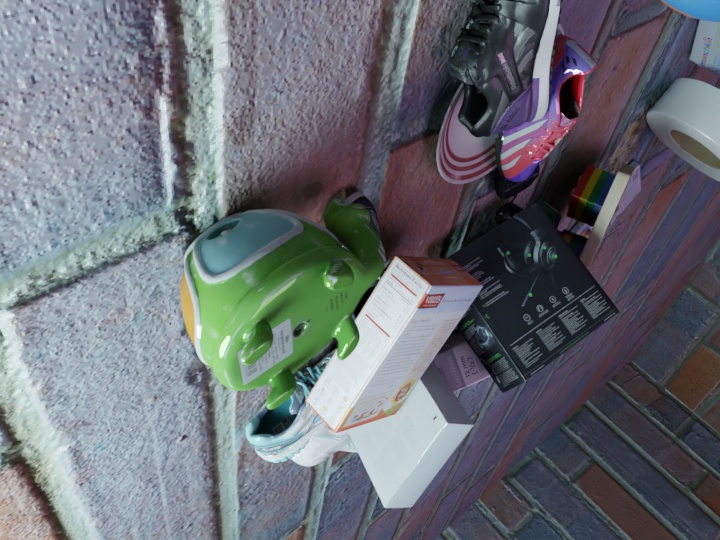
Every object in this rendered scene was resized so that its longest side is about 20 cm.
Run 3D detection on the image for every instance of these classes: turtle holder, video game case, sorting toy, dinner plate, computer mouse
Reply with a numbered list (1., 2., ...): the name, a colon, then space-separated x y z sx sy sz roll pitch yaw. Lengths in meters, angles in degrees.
1. turtle holder: -0.066 0.005 0.578 0.186 0.132 0.141 -48 153 1
2. video game case: 0.469 -0.108 1.341 0.200 0.018 0.143 -49 154 4
3. sorting toy: 0.349 -0.073 1.079 0.199 0.069 0.202 -26 137 -65
4. dinner plate: 0.149 -0.184 0.757 0.200 0.024 0.201 -36 152 -22
5. computer mouse: 0.204 -0.110 0.940 0.058 0.034 0.200 -28 159 -4

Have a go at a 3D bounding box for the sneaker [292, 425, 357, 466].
1. sneaker: -0.020 0.224 1.014 0.199 0.070 0.081 -7 134 -52

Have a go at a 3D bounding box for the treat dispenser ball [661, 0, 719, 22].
1. treat dispenser ball: 0.358 -0.340 0.651 0.200 0.201 0.202 -35 151 -22

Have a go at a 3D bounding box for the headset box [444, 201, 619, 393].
1. headset box: 0.212 0.030 0.942 0.173 0.201 0.093 -31 169 -19

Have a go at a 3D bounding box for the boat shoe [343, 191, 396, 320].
1. boat shoe: 0.000 0.000 0.746 0.075 0.062 0.201 -32 150 -27

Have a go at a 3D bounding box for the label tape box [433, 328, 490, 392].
1. label tape box: 0.113 0.140 1.019 0.198 0.067 0.143 -19 180 -16

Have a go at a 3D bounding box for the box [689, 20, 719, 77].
1. box: 0.596 -0.359 1.005 0.097 0.176 0.200 -43 154 -4

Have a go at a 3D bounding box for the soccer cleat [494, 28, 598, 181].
1. soccer cleat: 0.198 -0.161 0.754 0.068 0.073 0.201 -33 150 -25

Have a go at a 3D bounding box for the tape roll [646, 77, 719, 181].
1. tape roll: 0.568 -0.223 1.128 0.071 0.202 0.202 -51 153 10

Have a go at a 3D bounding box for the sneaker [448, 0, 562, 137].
1. sneaker: 0.121 -0.206 0.614 0.087 0.076 0.201 -24 133 -12

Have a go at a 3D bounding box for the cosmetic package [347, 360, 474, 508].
1. cosmetic package: 0.045 0.176 0.897 0.051 0.200 0.151 10 122 -34

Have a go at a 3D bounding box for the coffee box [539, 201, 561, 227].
1. coffee box: 0.223 -0.010 1.081 0.199 0.044 0.123 -34 151 -24

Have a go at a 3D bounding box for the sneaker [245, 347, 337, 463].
1. sneaker: -0.059 0.159 0.864 0.200 0.078 0.086 -44 150 -6

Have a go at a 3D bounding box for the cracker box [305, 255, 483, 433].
1. cracker box: 0.039 0.080 0.777 0.134 0.058 0.201 3 124 -57
